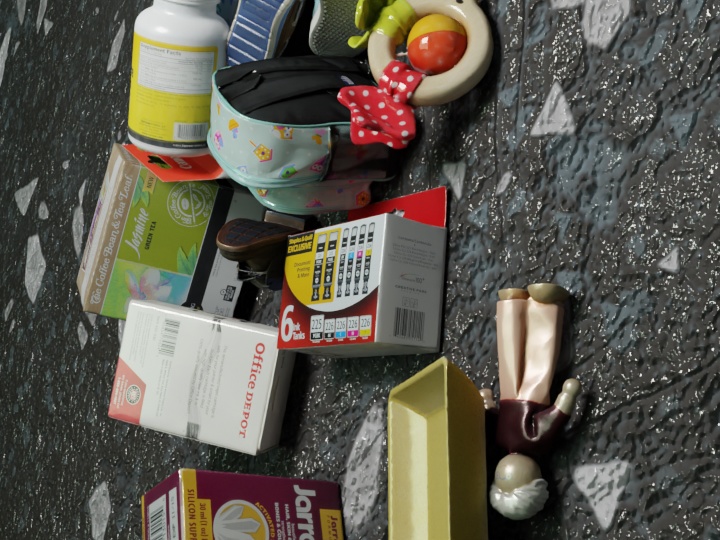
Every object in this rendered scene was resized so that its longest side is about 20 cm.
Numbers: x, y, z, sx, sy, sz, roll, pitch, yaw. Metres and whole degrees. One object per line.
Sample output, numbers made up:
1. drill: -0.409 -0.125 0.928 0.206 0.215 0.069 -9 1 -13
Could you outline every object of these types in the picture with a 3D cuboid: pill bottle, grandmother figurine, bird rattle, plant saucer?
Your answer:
1. pill bottle: -0.211 -0.242 1.368 0.112 0.111 0.201 41 128 53
2. grandmother figurine: 0.142 0.117 1.029 0.121 0.060 0.202 -21 61 63
3. bird rattle: 0.053 -0.221 1.186 0.162 0.113 0.201 -11 55 11
4. plant saucer: 0.072 0.196 1.079 0.200 0.048 0.202 132 139 -70

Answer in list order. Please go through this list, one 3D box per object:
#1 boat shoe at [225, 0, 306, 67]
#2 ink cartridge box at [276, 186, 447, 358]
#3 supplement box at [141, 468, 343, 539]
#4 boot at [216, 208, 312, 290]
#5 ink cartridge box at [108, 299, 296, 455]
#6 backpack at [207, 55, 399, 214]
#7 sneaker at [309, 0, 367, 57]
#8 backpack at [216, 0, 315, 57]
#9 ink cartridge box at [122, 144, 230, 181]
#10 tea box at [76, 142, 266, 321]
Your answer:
1. boat shoe: -0.096 -0.316 1.329 0.072 0.072 0.201 33 119 8
2. ink cartridge box: 0.000 0.000 1.253 0.199 0.083 0.177 -10 72 56
3. supplement box: -0.124 0.295 1.252 0.103 0.199 0.132 -38 51 45
4. boot: -0.113 -0.011 1.368 0.074 0.200 0.098 16 107 19
5. ink cartridge box: -0.186 0.126 1.409 0.198 0.083 0.148 12 91 15
6. backpack: -0.072 -0.154 1.298 0.176 0.199 0.154 55 136 46
7. sneaker: -0.019 -0.311 1.300 0.200 0.073 0.083 107 167 -67
8. backpack: -0.135 -0.319 1.476 0.200 0.146 0.184 -129 47 -54
9. ink cartridge box: -0.176 -0.157 1.458 0.162 0.199 0.057 36 120 54
10. tea box: -0.248 -0.037 1.522 0.134 0.195 0.201 -137 62 -67
